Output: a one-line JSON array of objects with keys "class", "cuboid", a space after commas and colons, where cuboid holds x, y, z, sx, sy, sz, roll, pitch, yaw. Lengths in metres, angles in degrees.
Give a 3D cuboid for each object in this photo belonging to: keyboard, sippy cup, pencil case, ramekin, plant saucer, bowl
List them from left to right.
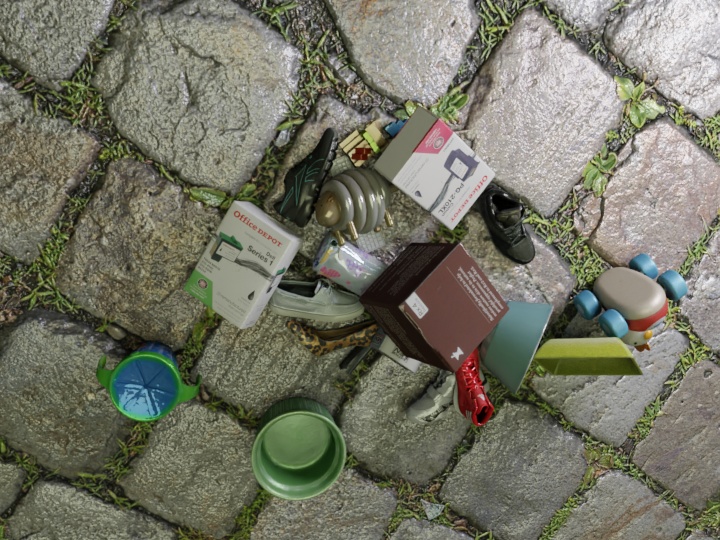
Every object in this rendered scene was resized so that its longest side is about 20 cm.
[{"class": "sippy cup", "cuboid": [-0.412, 0.205, 1.335, 0.139, 0.130, 0.178, -39, 106, 3]}, {"class": "ramekin", "cuboid": [-0.133, 0.370, 1.440, 0.196, 0.098, 0.204, -2, 104, -9]}, {"class": "keyboard", "cuboid": [-0.007, -0.134, 1.381, 0.056, 0.011, 0.203, -21, 107, -4]}, {"class": "pencil case", "cuboid": [0.000, 0.000, 1.376, 0.198, 0.084, 0.091, 29, 134, -16]}, {"class": "bowl", "cuboid": [0.317, 0.146, 1.427, 0.104, 0.201, 0.204, 23, 100, 14]}, {"class": "plant saucer", "cuboid": [0.481, 0.181, 1.434, 0.197, 0.199, 0.049, -4, 71, 28]}]

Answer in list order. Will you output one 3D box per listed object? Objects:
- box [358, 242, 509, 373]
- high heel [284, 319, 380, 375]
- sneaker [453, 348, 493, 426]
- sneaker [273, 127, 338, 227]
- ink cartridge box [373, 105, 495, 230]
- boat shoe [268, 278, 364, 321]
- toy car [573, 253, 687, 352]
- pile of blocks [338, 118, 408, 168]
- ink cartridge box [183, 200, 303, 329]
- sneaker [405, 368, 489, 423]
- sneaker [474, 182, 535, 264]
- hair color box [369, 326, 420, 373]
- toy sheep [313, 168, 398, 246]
[{"class": "box", "cuboid": [0.131, 0.062, 1.270, 0.164, 0.199, 0.166, -44, 107, -15]}, {"class": "high heel", "cuboid": [-0.048, 0.116, 1.402, 0.199, 0.072, 0.143, 35, 99, -29]}, {"class": "sneaker", "cuboid": [0.233, 0.220, 1.384, 0.077, 0.115, 0.203, -17, 108, -14]}, {"class": "sneaker", "cuboid": [-0.104, -0.186, 1.316, 0.078, 0.075, 0.203, 24, 99, 2]}, {"class": "ink cartridge box", "cuboid": [0.146, -0.193, 1.315, 0.199, 0.084, 0.145, 32, 100, -40]}, {"class": "boat shoe", "cuboid": [-0.087, 0.054, 1.376, 0.197, 0.071, 0.072, 4, 125, -7]}, {"class": "toy car", "cuboid": [0.596, 0.106, 1.470, 0.183, 0.177, 0.201, -32, 119, -3]}, {"class": "pile of blocks", "cuboid": [0.058, -0.258, 1.330, 0.197, 0.062, 0.083, -16, 106, -8]}, {"class": "ink cartridge box", "cuboid": [-0.224, -0.014, 1.315, 0.145, 0.084, 0.202, 32, 98, 7]}, {"class": "sneaker", "cuboid": [0.176, 0.244, 1.475, 0.197, 0.075, 0.116, -23, 106, -8]}, {"class": "sneaker", "cuboid": [0.307, -0.085, 1.394, 0.076, 0.114, 0.201, -32, 109, 2]}, {"class": "hair color box", "cuboid": [0.114, 0.096, 1.405, 0.098, 0.060, 0.202, 34, 80, -18]}, {"class": "toy sheep", "cuboid": [-0.004, -0.131, 1.314, 0.198, 0.137, 0.140, -22, 110, -36]}]
